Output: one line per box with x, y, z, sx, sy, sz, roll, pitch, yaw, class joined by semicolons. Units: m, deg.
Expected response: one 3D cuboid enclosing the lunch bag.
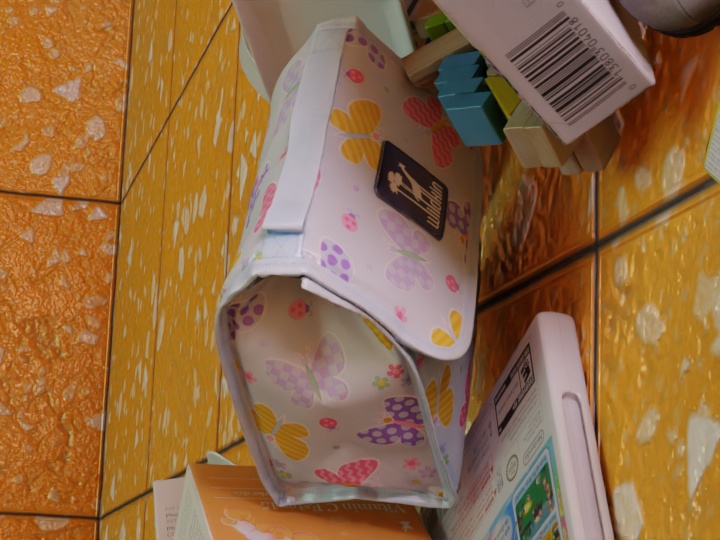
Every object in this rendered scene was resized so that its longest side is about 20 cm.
0.000;0.000;0.891;0.200;0.127;0.170;74;-160;-46;lunch bag

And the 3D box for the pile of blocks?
0.072;-0.087;0.862;0.062;0.082;0.200;58;-168;-30;pile of blocks

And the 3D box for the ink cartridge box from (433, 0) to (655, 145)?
0.067;-0.151;0.785;0.050;0.109;0.200;-36;27;20;ink cartridge box

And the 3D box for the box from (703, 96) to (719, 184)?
0.168;-0.105;0.552;0.117;0.048;0.201;-115;31;-64;box

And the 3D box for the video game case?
0.076;0.151;0.872;0.200;0.024;0.183;114;157;-49;video game case

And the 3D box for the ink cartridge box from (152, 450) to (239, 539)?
-0.059;0.218;1.113;0.200;0.125;0.129;-100;4;-47;ink cartridge box

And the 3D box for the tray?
-0.002;-0.094;0.985;0.022;0.107;0.200;-62;-30;-32;tray

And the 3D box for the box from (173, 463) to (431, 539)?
-0.021;0.194;0.910;0.200;0.124;0.098;-120;39;-58;box

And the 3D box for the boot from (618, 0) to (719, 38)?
0.070;-0.182;0.697;0.070;0.131;0.200;-37;69;34;boot

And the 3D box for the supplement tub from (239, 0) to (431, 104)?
0.008;-0.192;1.014;0.200;0.144;0.145;109;160;-45;supplement tub

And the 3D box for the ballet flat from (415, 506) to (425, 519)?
0.010;0.105;1.084;0.063;0.068;0.200;-58;38;43;ballet flat
